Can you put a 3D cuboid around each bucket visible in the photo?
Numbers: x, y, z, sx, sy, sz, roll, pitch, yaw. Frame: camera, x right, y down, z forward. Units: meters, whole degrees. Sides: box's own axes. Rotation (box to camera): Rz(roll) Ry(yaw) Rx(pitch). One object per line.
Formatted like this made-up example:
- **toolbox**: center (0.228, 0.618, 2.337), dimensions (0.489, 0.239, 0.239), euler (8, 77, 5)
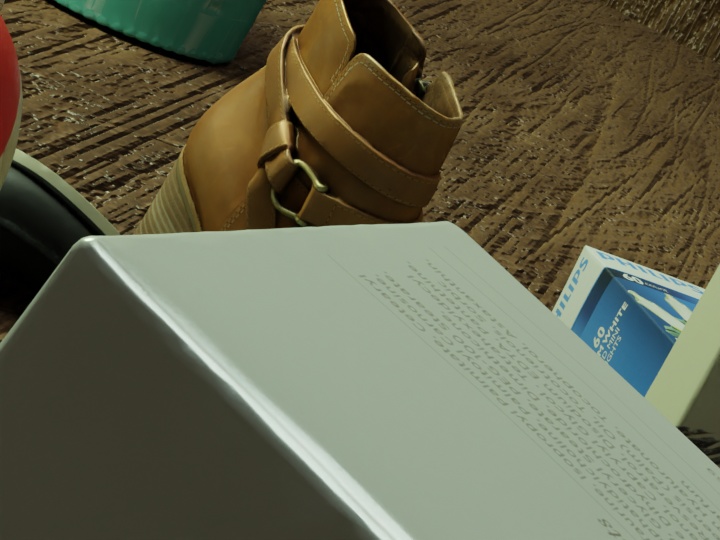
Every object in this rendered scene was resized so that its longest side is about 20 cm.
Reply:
- **bucket**: center (-0.131, -0.229, 1.786), dimensions (0.207, 0.135, 0.207), euler (26, 13, -6)

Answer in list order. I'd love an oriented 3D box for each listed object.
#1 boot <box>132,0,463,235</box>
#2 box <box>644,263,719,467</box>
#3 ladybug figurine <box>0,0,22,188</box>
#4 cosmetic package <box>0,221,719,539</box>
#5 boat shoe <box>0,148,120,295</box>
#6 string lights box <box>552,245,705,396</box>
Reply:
- **boot**: center (0.000, 0.000, 1.084), dimensions (0.077, 0.155, 0.200), euler (11, 39, -43)
- **box**: center (0.159, 0.058, 1.121), dimensions (0.082, 0.200, 0.068), euler (25, 14, -7)
- **ladybug figurine**: center (-0.190, -0.048, 0.933), dimensions (0.136, 0.072, 0.200), euler (39, 58, 9)
- **cosmetic package**: center (-0.007, 0.102, 0.666), dimensions (0.166, 0.167, 0.200), euler (44, 18, 17)
- **boat shoe**: center (-0.180, -0.034, 1.143), dimensions (0.201, 0.063, 0.074), euler (34, -28, -19)
- **string lights box**: center (0.174, 0.062, 1.433), dimensions (0.103, 0.059, 0.200), euler (19, 15, -22)
